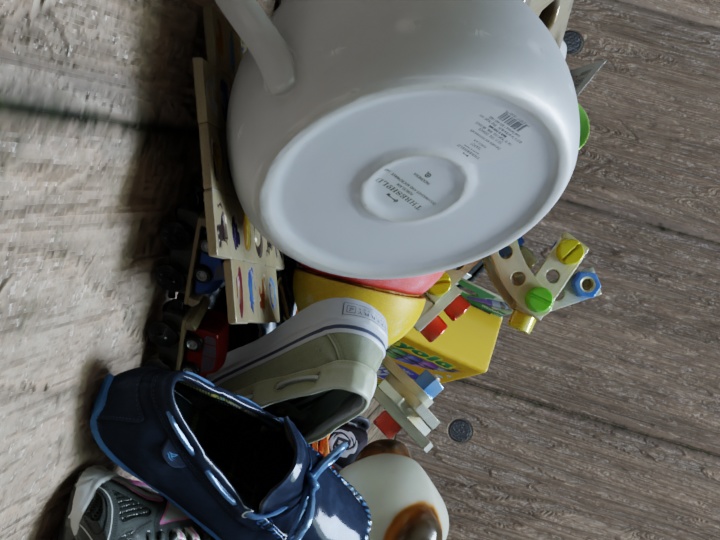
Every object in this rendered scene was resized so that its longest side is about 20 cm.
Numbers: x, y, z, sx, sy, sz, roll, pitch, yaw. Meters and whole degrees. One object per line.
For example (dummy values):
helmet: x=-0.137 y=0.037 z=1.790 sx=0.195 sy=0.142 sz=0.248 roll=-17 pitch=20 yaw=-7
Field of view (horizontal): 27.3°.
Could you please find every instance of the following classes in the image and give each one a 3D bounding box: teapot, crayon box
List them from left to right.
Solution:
teapot: x=0.014 y=-0.101 z=0.788 sx=0.200 sy=0.197 sz=0.146 roll=96 pitch=-14 yaw=-56
crayon box: x=0.021 y=0.043 z=1.166 sx=0.200 sy=0.126 sz=0.052 roll=-25 pitch=-137 yaw=62

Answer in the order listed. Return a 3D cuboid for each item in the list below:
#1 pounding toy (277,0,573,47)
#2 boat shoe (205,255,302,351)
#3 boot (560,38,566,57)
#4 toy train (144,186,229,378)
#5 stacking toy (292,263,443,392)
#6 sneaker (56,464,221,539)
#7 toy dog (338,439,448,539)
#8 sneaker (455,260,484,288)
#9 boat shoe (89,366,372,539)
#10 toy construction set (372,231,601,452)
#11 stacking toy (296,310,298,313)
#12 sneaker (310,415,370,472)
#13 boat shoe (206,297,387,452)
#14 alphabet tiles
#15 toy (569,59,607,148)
pounding toy: x=0.046 y=-0.206 z=0.991 sx=0.200 sy=0.184 sz=0.143 roll=-46 pitch=153 yaw=-58
boat shoe: x=-0.083 y=0.075 z=0.993 sx=0.091 sy=0.071 sz=0.201 roll=-57 pitch=155 yaw=-65
boot: x=0.071 y=-0.202 z=1.128 sx=0.073 sy=0.200 sz=0.091 roll=22 pitch=79 yaw=-54
toy train: x=-0.098 y=0.042 z=0.862 sx=0.034 sy=0.046 sz=0.200 roll=-63 pitch=167 yaw=-57
stacking toy: x=0.000 y=0.000 z=0.960 sx=0.146 sy=0.146 sz=0.201 roll=-21 pitch=126 yaw=-81
sneaker: x=-0.114 y=0.155 z=0.836 sx=0.200 sy=0.086 sz=0.081 roll=10 pitch=95 yaw=-82
toy dog: x=-0.037 y=0.192 z=1.022 sx=0.140 sy=0.199 sz=0.194 roll=-115 pitch=-175 yaw=-64
sneaker: x=0.029 y=-0.021 z=1.205 sx=0.088 sy=0.200 sz=0.074 roll=35 pitch=43 yaw=-40
boat shoe: x=-0.058 y=0.116 z=0.817 sx=0.200 sy=0.069 sz=0.084 roll=30 pitch=55 yaw=-40
toy construction set: x=0.065 y=0.029 z=1.035 sx=0.200 sy=0.131 sz=0.092 roll=-44 pitch=-178 yaw=-18
stacking toy: x=-0.026 y=-0.032 z=1.064 sx=0.200 sy=0.110 sz=0.116 roll=-63 pitch=-167 yaw=-14
sneaker: x=-0.047 y=0.107 z=1.130 sx=0.200 sy=0.112 sz=0.078 roll=88 pitch=19 yaw=-62
boat shoe: x=-0.057 y=0.083 z=0.900 sx=0.200 sy=0.072 sz=0.062 roll=-40 pitch=-151 yaw=44
alphabet tiles: x=-0.066 y=-0.053 z=0.833 sx=0.200 sy=0.006 sz=0.167 roll=16 pitch=69 yaw=-83
toy: x=0.104 y=-0.083 z=1.076 sx=0.115 sy=0.047 sz=0.200 roll=-51 pitch=-167 yaw=-19
